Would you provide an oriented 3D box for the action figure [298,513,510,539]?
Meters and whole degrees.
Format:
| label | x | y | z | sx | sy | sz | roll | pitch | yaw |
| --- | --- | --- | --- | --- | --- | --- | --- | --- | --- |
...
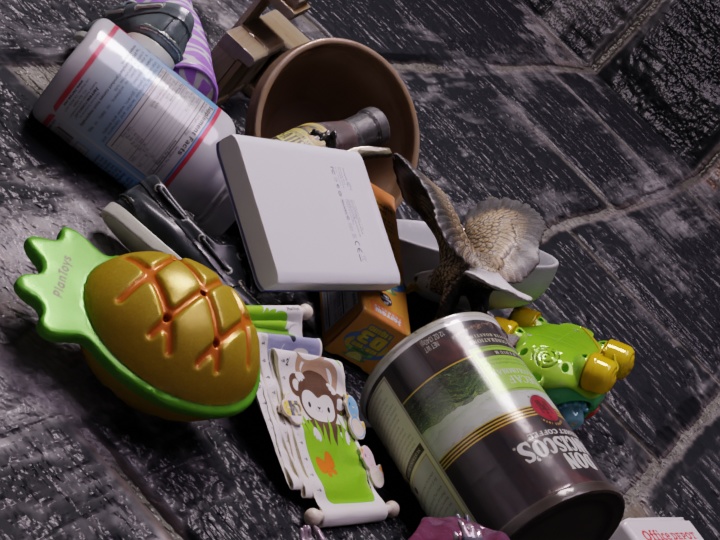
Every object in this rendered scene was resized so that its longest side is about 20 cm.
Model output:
| label | x | y | z | sx | sy | sz | roll | pitch | yaw |
| --- | --- | --- | --- | --- | --- | --- | --- | --- | --- |
| action figure | 0.039 | 0.248 | 1.146 | 0.199 | 0.133 | 0.151 | -16 | 103 | -52 |

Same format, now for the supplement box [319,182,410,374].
| label | x | y | z | sx | sy | sz | roll | pitch | yaw |
| --- | --- | --- | --- | --- | --- | --- | --- | --- | --- |
| supplement box | 0.000 | 0.000 | 1.513 | 0.066 | 0.069 | 0.201 | 30 | 36 | -30 |

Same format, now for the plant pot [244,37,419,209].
| label | x | y | z | sx | sy | sz | roll | pitch | yaw |
| --- | --- | --- | --- | --- | --- | --- | --- | --- | --- |
| plant pot | -0.044 | -0.135 | 1.641 | 0.200 | 0.203 | 0.092 | 30 | -16 | -29 |

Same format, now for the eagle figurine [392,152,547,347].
| label | x | y | z | sx | sy | sz | roll | pitch | yaw |
| --- | --- | --- | --- | --- | --- | --- | --- | --- | --- |
| eagle figurine | 0.097 | -0.017 | 1.505 | 0.152 | 0.149 | 0.202 | 63 | 30 | -61 |

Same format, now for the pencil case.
| label | x | y | z | sx | sy | sz | roll | pitch | yaw |
| --- | --- | --- | --- | --- | --- | --- | --- | --- | --- |
| pencil case | -0.195 | -0.220 | 1.616 | 0.201 | 0.083 | 0.086 | -108 | 179 | -49 |

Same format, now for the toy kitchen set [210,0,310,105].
| label | x | y | z | sx | sy | sz | roll | pitch | yaw |
| --- | --- | --- | --- | --- | --- | --- | --- | --- | --- |
| toy kitchen set | -0.057 | -0.225 | 1.751 | 0.180 | 0.163 | 0.200 | 42 | 21 | -1 |

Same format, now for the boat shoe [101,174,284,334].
| label | x | y | z | sx | sy | sz | roll | pitch | yaw |
| --- | --- | --- | --- | --- | --- | --- | --- | --- | --- |
| boat shoe | -0.122 | -0.005 | 1.315 | 0.199 | 0.066 | 0.075 | 39 | -19 | 5 |

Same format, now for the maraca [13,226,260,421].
| label | x | y | z | sx | sy | sz | roll | pitch | yaw |
| --- | --- | --- | --- | --- | --- | --- | --- | --- | --- |
| maraca | -0.157 | 0.038 | 1.140 | 0.199 | 0.107 | 0.138 | 28 | 31 | -21 |

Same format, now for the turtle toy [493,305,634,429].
| label | x | y | z | sx | sy | sz | roll | pitch | yaw |
| --- | --- | --- | --- | --- | --- | --- | --- | --- | --- |
| turtle toy | 0.207 | 0.108 | 1.659 | 0.145 | 0.102 | 0.200 | 21 | 15 | 20 |

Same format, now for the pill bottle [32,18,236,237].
| label | x | y | z | sx | sy | sz | roll | pitch | yaw |
| --- | --- | --- | --- | --- | --- | --- | --- | --- | --- |
| pill bottle | -0.183 | -0.122 | 1.402 | 0.199 | 0.109 | 0.109 | 38 | 21 | -12 |

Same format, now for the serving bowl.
| label | x | y | z | sx | sy | sz | roll | pitch | yaw |
| --- | --- | --- | --- | --- | --- | --- | --- | --- | --- |
| serving bowl | 0.109 | 0.000 | 1.684 | 0.198 | 0.067 | 0.200 | 10 | 11 | -2 |

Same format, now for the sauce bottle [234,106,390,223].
| label | x | y | z | sx | sy | sz | roll | pitch | yaw |
| --- | --- | --- | --- | --- | --- | --- | --- | --- | --- |
| sauce bottle | -0.056 | -0.110 | 1.542 | 0.199 | 0.066 | 0.066 | -31 | 70 | -34 |

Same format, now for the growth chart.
| label | x | y | z | sx | sy | sz | roll | pitch | yaw |
| --- | --- | --- | --- | --- | --- | --- | --- | --- | --- |
| growth chart | -0.038 | 0.114 | 1.260 | 0.144 | 0.018 | 0.202 | -7 | 72 | -60 |

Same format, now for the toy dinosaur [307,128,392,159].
| label | x | y | z | sx | sy | sz | roll | pitch | yaw |
| --- | --- | --- | --- | --- | --- | --- | --- | --- | --- |
| toy dinosaur | -0.047 | -0.085 | 1.486 | 0.047 | 0.200 | 0.089 | 22 | -35 | 37 |

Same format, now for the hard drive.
| label | x | y | z | sx | sy | sz | roll | pitch | yaw |
| --- | --- | --- | --- | --- | --- | --- | --- | --- | --- |
| hard drive | -0.042 | -0.047 | 1.376 | 0.199 | 0.025 | 0.133 | 1 | 68 | -59 |

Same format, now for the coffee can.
| label | x | y | z | sx | sy | sz | roll | pitch | yaw |
| --- | --- | --- | --- | --- | --- | --- | --- | --- | --- |
| coffee can | 0.107 | 0.157 | 1.327 | 0.146 | 0.147 | 0.201 | 16 | 33 | -49 |

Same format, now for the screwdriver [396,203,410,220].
| label | x | y | z | sx | sy | sz | roll | pitch | yaw |
| --- | --- | --- | --- | --- | --- | --- | --- | --- | --- |
| screwdriver | 0.015 | -0.116 | 1.851 | 0.029 | 0.028 | 0.201 | -5 | 47 | -24 |

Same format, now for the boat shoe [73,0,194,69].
| label | x | y | z | sx | sy | sz | roll | pitch | yaw |
| --- | --- | --- | --- | --- | --- | --- | --- | --- | --- |
| boat shoe | -0.213 | -0.222 | 1.500 | 0.073 | 0.062 | 0.199 | 40 | -13 | -26 |

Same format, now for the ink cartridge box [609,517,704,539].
| label | x | y | z | sx | sy | sz | roll | pitch | yaw |
| --- | --- | --- | --- | --- | --- | --- | --- | --- | --- |
| ink cartridge box | 0.299 | 0.328 | 1.424 | 0.145 | 0.084 | 0.201 | 13 | 36 | -53 |

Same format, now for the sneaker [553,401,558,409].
| label | x | y | z | sx | sy | sz | roll | pitch | yaw |
| --- | --- | --- | --- | --- | --- | --- | --- | --- | --- |
| sneaker | 0.148 | 0.157 | 1.498 | 0.113 | 0.077 | 0.200 | 26 | 20 | -22 |
